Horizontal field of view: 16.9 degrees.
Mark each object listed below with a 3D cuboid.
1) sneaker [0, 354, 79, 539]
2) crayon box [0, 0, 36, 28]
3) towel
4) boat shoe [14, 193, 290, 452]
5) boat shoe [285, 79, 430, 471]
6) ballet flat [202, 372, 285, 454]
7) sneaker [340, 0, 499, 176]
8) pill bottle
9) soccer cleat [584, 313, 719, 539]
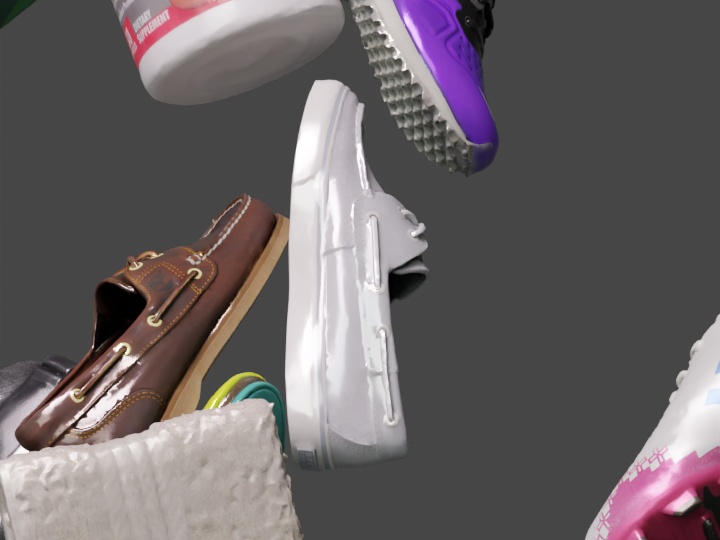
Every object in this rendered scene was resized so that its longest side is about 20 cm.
[{"bbox_3d":[-0.194,0.129,1.197,0.112,0.073,0.200,34,72,32],"label":"sneaker"},{"bbox_3d":[-0.197,-0.220,1.365,0.200,0.052,0.126,-38,60,0],"label":"crayon box"},{"bbox_3d":[-0.079,0.166,1.084,0.132,0.034,0.200,-13,92,-18],"label":"towel"},{"bbox_3d":[-0.097,0.026,1.164,0.070,0.070,0.200,36,45,-7],"label":"boat shoe"},{"bbox_3d":[0.000,0.000,1.187,0.068,0.072,0.200,0,63,3],"label":"boat shoe"},{"bbox_3d":[-0.087,0.144,1.138,0.067,0.067,0.200,5,83,37],"label":"ballet flat"},{"bbox_3d":[0.043,-0.146,1.238,0.099,0.070,0.200,-22,66,-8],"label":"sneaker"},{"bbox_3d":[-0.092,-0.196,1.254,0.111,0.111,0.200,-23,78,8],"label":"pill bottle"},{"bbox_3d":[0.168,0.069,1.102,0.200,0.070,0.086,-40,44,-4],"label":"soccer cleat"}]
